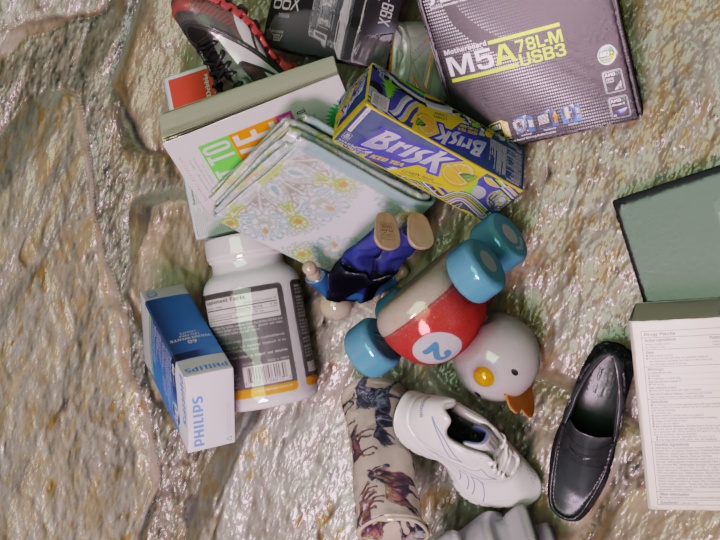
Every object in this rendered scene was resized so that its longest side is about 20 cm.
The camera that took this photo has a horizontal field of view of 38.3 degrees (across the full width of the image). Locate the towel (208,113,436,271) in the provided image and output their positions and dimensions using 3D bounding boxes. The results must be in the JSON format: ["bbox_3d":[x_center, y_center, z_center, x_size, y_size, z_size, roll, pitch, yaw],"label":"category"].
[{"bbox_3d":[-0.043,-0.077,1.133,0.171,0.199,0.048,-36,39,39],"label":"towel"}]

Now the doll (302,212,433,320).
[{"bbox_3d":[0.000,0.000,1.153,0.200,0.135,0.049,132,132,-54],"label":"doll"}]

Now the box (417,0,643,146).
[{"bbox_3d":[0.177,-0.233,1.079,0.199,0.048,0.194,-9,117,22],"label":"box"}]

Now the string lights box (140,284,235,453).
[{"bbox_3d":[-0.204,0.109,1.207,0.200,0.059,0.103,-133,39,-53],"label":"string lights box"}]

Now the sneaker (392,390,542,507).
[{"bbox_3d":[0.125,0.196,1.098,0.087,0.199,0.075,-13,47,56],"label":"sneaker"}]

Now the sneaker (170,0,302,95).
[{"bbox_3d":[-0.137,-0.225,1.146,0.200,0.098,0.071,42,147,-26],"label":"sneaker"}]

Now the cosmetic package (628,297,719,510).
[{"bbox_3d":[0.332,0.134,1.041,0.103,0.073,0.202,-3,101,21],"label":"cosmetic package"}]

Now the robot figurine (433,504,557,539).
[{"bbox_3d":[0.127,0.342,1.130,0.169,0.113,0.200,40,110,-20],"label":"robot figurine"}]

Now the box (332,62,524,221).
[{"bbox_3d":[0.073,-0.131,1.082,0.199,0.065,0.070,26,139,-21],"label":"box"}]

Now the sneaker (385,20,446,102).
[{"bbox_3d":[0.062,-0.179,1.155,0.076,0.091,0.201,-135,42,-57],"label":"sneaker"}]

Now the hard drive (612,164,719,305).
[{"bbox_3d":[0.373,-0.036,1.055,0.199,0.033,0.141,-18,86,21],"label":"hard drive"}]

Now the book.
[{"bbox_3d":[-0.100,-0.144,1.134,0.199,0.134,0.048,-19,49,6],"label":"book"}]

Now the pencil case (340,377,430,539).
[{"bbox_3d":[0.025,0.208,1.131,0.077,0.090,0.201,-6,46,-2],"label":"pencil case"}]

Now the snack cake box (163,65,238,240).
[{"bbox_3d":[-0.154,-0.146,1.244,0.114,0.067,0.202,-12,88,23],"label":"snack cake box"}]

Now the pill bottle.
[{"bbox_3d":[-0.121,0.058,1.215,0.116,0.116,0.202,-11,88,22],"label":"pill bottle"}]

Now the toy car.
[{"bbox_3d":[0.124,0.080,1.100,0.184,0.177,0.200,-39,91,29],"label":"toy car"}]

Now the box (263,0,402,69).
[{"bbox_3d":[-0.027,-0.312,1.143,0.200,0.049,0.159,26,105,52],"label":"box"}]

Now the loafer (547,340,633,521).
[{"bbox_3d":[0.239,0.172,1.099,0.068,0.070,0.202,18,99,20],"label":"loafer"}]
